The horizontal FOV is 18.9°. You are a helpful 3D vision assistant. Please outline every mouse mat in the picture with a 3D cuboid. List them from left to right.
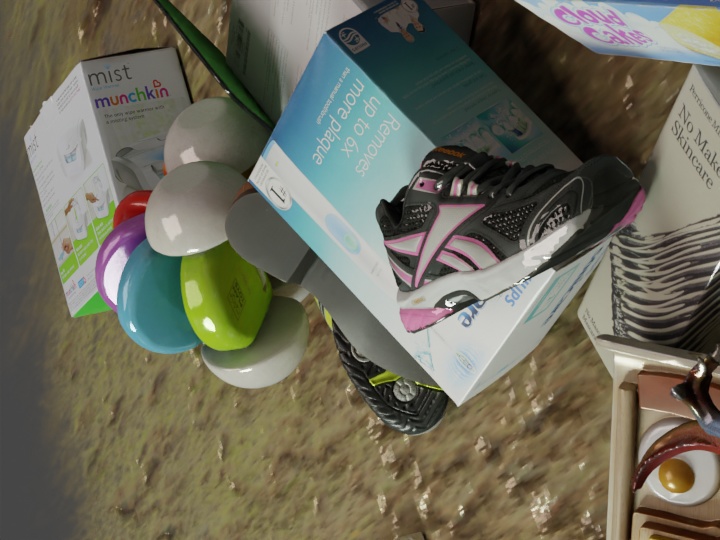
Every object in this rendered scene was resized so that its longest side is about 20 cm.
[{"bbox_3d":[-0.087,-0.133,1.550,0.161,0.008,0.200,52,-175,37],"label":"mouse mat"}]

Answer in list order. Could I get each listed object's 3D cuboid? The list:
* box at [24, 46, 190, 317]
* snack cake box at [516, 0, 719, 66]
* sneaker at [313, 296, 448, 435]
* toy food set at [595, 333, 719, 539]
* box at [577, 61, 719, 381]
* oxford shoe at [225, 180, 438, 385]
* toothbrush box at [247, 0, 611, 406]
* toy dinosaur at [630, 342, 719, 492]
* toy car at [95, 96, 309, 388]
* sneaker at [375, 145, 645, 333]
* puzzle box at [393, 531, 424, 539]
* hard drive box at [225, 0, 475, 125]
[{"bbox_3d":[-0.211,-0.074,1.885,0.200,0.096,0.178,-38,66,62],"label":"box"},{"bbox_3d":[0.170,-0.163,1.040,0.200,0.067,0.116,16,80,61],"label":"snack cake box"},{"bbox_3d":[0.009,0.024,1.528,0.201,0.075,0.076,63,-173,15],"label":"sneaker"},{"bbox_3d":[0.186,0.136,1.120,0.142,0.060,0.202,11,116,24],"label":"toy food set"},{"bbox_3d":[0.185,-0.017,1.130,0.083,0.068,0.201,61,150,33],"label":"box"},{"bbox_3d":[0.000,0.000,1.452,0.071,0.200,0.071,-46,13,19],"label":"oxford shoe"},{"bbox_3d":[0.045,-0.044,1.304,0.200,0.085,0.147,47,139,12],"label":"toothbrush box"},{"bbox_3d":[0.243,0.081,1.002,0.181,0.105,0.201,39,151,14],"label":"toy dinosaur"},{"bbox_3d":[-0.121,-0.014,1.585,0.201,0.149,0.176,-82,-25,-52],"label":"toy car"},{"bbox_3d":[0.065,-0.030,1.164,0.200,0.080,0.087,-27,90,51],"label":"sneaker"},{"bbox_3d":[0.049,0.310,1.598,0.201,0.025,0.133,68,152,21],"label":"puzzle box"},{"bbox_3d":[-0.012,-0.159,1.464,0.200,0.076,0.157,53,145,42],"label":"hard drive box"}]
